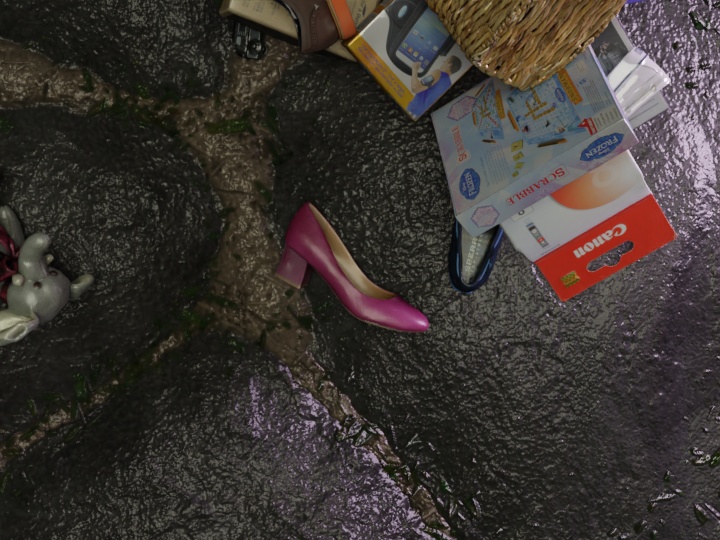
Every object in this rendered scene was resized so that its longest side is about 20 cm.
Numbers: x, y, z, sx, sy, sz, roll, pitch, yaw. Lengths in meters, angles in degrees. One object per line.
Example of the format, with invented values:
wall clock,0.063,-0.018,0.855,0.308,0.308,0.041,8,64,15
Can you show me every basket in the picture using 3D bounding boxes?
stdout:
basket,0.183,-0.313,1.111,0.200,0.142,0.149,-47,55,26

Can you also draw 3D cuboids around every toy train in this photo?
toy train,-0.123,-0.350,1.244,0.045,0.034,0.202,8,94,12

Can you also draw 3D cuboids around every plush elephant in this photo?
plush elephant,-0.401,0.002,1.206,0.154,0.165,0.201,8,122,13

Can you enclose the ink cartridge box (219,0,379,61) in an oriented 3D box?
ink cartridge box,-0.051,-0.358,1.200,0.164,0.075,0.201,18,92,-19

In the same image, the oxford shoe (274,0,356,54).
oxford shoe,-0.077,-0.328,1.124,0.072,0.071,0.201,-28,105,-3

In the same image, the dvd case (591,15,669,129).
dvd case,0.243,-0.236,1.229,0.150,0.025,0.201,-31,94,20

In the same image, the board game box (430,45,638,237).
board game box,0.181,-0.156,1.153,0.199,0.201,0.041,-30,127,19

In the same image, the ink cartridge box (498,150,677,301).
ink cartridge box,0.252,-0.057,1.193,0.162,0.050,0.200,-31,118,15

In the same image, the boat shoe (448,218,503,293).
boat shoe,0.151,-0.071,1.238,0.083,0.069,0.202,5,93,0

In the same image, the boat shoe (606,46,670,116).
boat shoe,0.266,-0.154,1.191,0.065,0.074,0.200,40,112,6

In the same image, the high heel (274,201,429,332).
high heel,0.000,0.000,1.242,0.199,0.067,0.097,23,104,2

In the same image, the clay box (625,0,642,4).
clay box,0.321,-0.378,1.158,0.114,0.200,0.048,-11,64,1

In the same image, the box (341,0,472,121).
box,0.090,-0.280,1.185,0.200,0.042,0.119,-44,110,5
